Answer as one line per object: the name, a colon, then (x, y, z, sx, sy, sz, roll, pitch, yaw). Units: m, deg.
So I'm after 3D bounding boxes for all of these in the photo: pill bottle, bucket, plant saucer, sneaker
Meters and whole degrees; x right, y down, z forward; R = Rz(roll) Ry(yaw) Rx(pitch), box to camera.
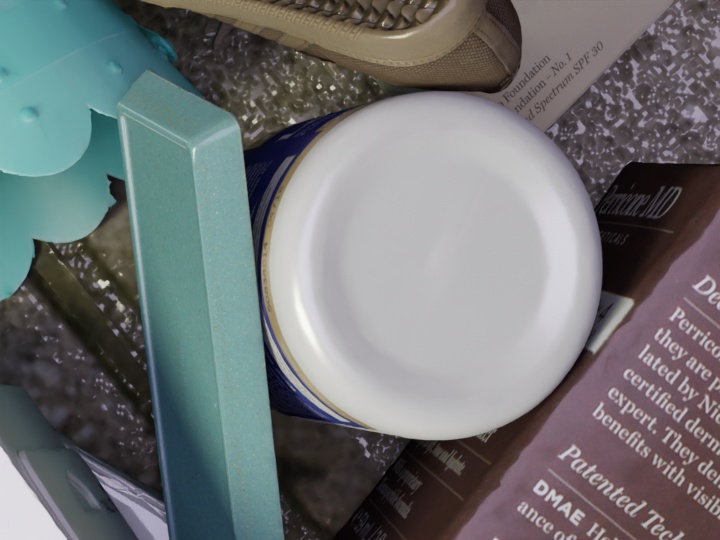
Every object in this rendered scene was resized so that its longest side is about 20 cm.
pill bottle: (0.000, 0.000, 0.886, 0.115, 0.200, 0.116, 0, 89, -17)
bucket: (-0.175, -0.054, 0.896, 0.207, 0.207, 0.135, -36, 87, -2)
plant saucer: (-0.054, 0.035, 0.836, 0.019, 0.070, 0.201, -16, 115, -27)
sneaker: (-0.032, -0.104, 0.851, 0.200, 0.076, 0.071, 28, 82, 33)

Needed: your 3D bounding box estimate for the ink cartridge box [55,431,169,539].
ink cartridge box: (-0.154, 0.155, 0.943, 0.144, 0.084, 0.200, 31, 88, 1)

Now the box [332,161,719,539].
box: (0.117, 0.087, 0.901, 0.164, 0.166, 0.200, 38, 88, -7)

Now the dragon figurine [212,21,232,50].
dragon figurine: (-0.097, -0.188, 0.968, 0.059, 0.099, 0.200, -36, 108, -3)

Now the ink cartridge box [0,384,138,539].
ink cartridge box: (-0.162, 0.152, 0.828, 0.200, 0.147, 0.146, -36, 87, -1)

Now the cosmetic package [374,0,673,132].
cosmetic package: (0.017, -0.147, 0.923, 0.104, 0.073, 0.200, -46, 113, -11)
